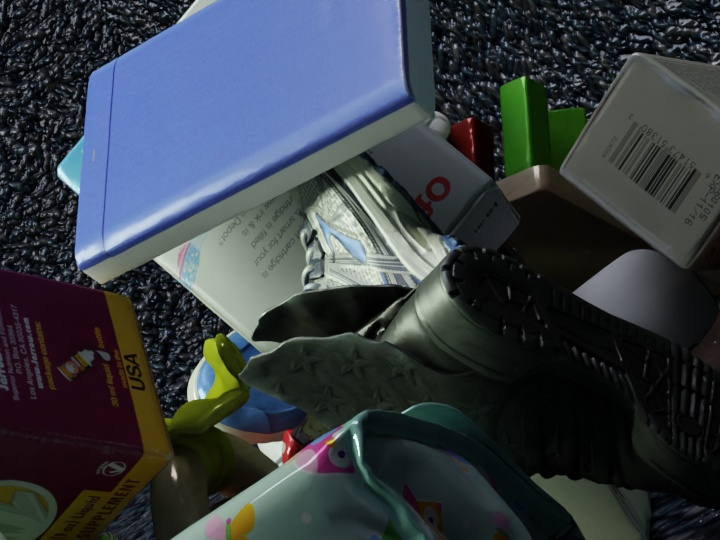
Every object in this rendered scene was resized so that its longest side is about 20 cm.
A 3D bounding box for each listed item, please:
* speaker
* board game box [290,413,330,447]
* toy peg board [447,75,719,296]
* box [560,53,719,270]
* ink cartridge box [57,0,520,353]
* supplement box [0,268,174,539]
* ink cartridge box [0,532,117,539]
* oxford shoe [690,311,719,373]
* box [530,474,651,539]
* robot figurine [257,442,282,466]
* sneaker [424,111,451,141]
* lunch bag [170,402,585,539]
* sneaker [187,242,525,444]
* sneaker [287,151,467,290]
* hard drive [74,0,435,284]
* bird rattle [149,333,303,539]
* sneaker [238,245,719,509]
[{"bbox_3d":[0.098,0.069,1.081,0.200,0.081,0.081,-34,3,-32],"label":"speaker"},{"bbox_3d":[0.046,0.062,1.109,0.120,0.032,0.200,-57,-26,3],"label":"board game box"},{"bbox_3d":[0.098,-0.030,1.352,0.199,0.098,0.200,-22,-33,36],"label":"toy peg board"},{"bbox_3d":[0.203,-0.058,1.139,0.200,0.095,0.078,-1,-53,-59],"label":"box"},{"bbox_3d":[-0.037,-0.039,1.109,0.145,0.200,0.085,-50,-22,-1],"label":"ink cartridge box"},{"bbox_3d":[-0.209,0.070,0.965,0.200,0.103,0.131,13,-46,-37],"label":"supplement box"},{"bbox_3d":[-0.178,0.176,0.980,0.148,0.200,0.076,-32,20,18],"label":"ink cartridge box"},{"bbox_3d":[0.200,0.011,1.023,0.200,0.073,0.071,-35,4,-37],"label":"oxford shoe"},{"bbox_3d":[0.025,0.126,0.920,0.200,0.078,0.095,-32,1,10],"label":"box"},{"bbox_3d":[0.010,0.080,1.291,0.113,0.170,0.200,16,15,34],"label":"robot figurine"},{"bbox_3d":[-0.014,-0.061,1.231,0.074,0.080,0.200,-30,17,32],"label":"sneaker"},{"bbox_3d":[-0.010,0.136,0.756,0.170,0.122,0.200,-35,-15,15],"label":"lunch bag"},{"bbox_3d":[0.002,0.030,1.161,0.199,0.077,0.111,-14,-22,-24],"label":"sneaker"},{"bbox_3d":[0.000,0.000,0.984,0.085,0.200,0.077,-45,-41,0],"label":"sneaker"},{"bbox_3d":[-0.054,-0.087,1.014,0.200,0.025,0.132,-26,46,27],"label":"hard drive"},{"bbox_3d":[-0.060,0.135,1.079,0.112,0.200,0.163,-26,43,17],"label":"bird rattle"},{"bbox_3d":[0.060,0.056,0.829,0.104,0.200,0.060,-46,20,38],"label":"sneaker"}]
